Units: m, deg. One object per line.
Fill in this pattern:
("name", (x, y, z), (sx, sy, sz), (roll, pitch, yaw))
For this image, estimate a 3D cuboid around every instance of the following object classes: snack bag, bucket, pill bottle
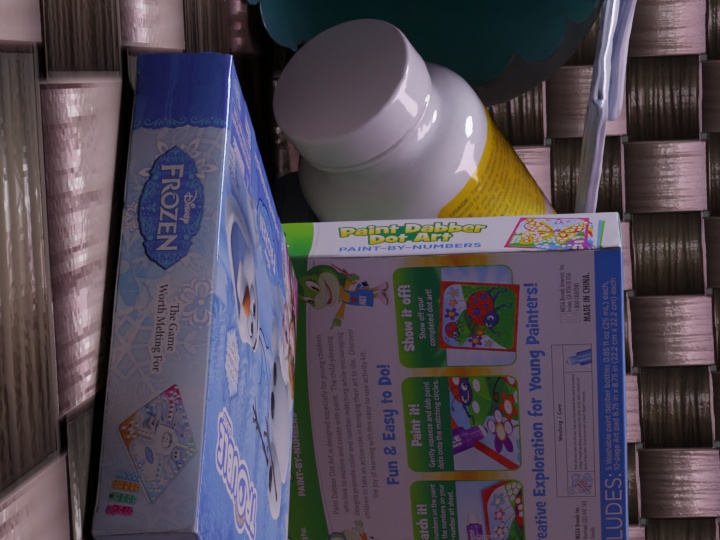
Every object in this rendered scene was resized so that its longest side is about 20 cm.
("snack bag", (0.148, -0.132, 1.158), (0.189, 0.021, 0.200), (86, 15, -64))
("bucket", (0.033, -0.209, 1.084), (0.207, 0.207, 0.135), (79, 10, -58))
("pill bottle", (0.034, -0.046, 1.113), (0.200, 0.111, 0.111), (51, 33, -46))

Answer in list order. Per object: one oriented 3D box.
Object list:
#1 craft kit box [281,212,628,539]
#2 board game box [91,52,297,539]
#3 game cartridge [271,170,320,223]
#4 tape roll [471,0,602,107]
("craft kit box", (0.037, 0.069, 1.029), (0.049, 0.197, 0.200), (-87, 173, -61))
("board game box", (-0.061, 0.048, 0.826), (0.200, 0.043, 0.199), (76, 15, -63))
("game cartridge", (0.000, 0.043, 1.161), (0.200, 0.040, 0.134), (57, 29, -36))
("tape roll", (0.057, -0.213, 1.268), (0.139, 0.202, 0.203), (-73, 161, -71))
